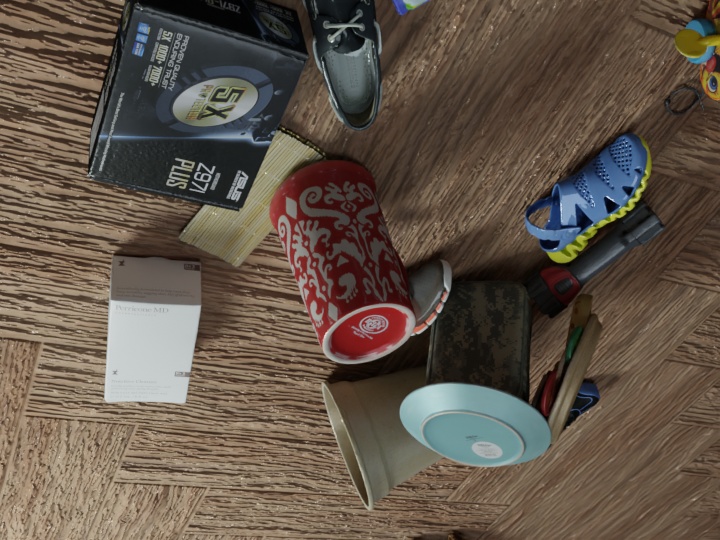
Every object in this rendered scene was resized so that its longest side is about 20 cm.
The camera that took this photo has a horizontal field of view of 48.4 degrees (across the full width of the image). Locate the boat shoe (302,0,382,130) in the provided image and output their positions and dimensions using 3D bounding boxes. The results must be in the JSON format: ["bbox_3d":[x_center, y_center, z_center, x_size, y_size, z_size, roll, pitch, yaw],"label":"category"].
[{"bbox_3d":[-0.012,-0.230,0.787,0.075,0.061,0.201,-16,137,2],"label":"boat shoe"}]

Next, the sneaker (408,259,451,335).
[{"bbox_3d":[0.040,0.050,1.089,0.082,0.077,0.200,29,122,-30],"label":"sneaker"}]

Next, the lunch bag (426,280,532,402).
[{"bbox_3d":[0.172,0.138,1.118,0.138,0.202,0.168,-3,145,17],"label":"lunch bag"}]

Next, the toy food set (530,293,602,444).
[{"bbox_3d":[0.274,0.144,1.079,0.048,0.198,0.201,22,130,18],"label":"toy food set"}]

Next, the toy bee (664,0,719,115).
[{"bbox_3d":[0.408,-0.232,0.867,0.130,0.109,0.201,-23,137,7],"label":"toy bee"}]

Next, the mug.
[{"bbox_3d":[0.002,-0.008,0.914,0.176,0.201,0.134,1,138,-26],"label":"mug"}]

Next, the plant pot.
[{"bbox_3d":[0.059,0.232,1.218,0.182,0.201,0.202,-20,139,-11],"label":"plant pot"}]

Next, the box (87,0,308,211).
[{"bbox_3d":[-0.165,-0.172,0.787,0.162,0.087,0.201,11,132,-26],"label":"box"}]

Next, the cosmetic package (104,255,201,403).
[{"bbox_3d":[-0.268,0.079,1.027,0.112,0.082,0.201,3,136,-15],"label":"cosmetic package"}]

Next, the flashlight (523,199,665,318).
[{"bbox_3d":[0.322,-0.018,1.106,0.200,0.068,0.068,-41,140,18],"label":"flashlight"}]

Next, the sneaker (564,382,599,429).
[{"bbox_3d":[0.329,0.266,1.389,0.199,0.078,0.070,-26,136,13],"label":"sneaker"}]

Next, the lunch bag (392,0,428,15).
[{"bbox_3d":[0.068,-0.324,0.674,0.169,0.128,0.200,-28,150,11],"label":"lunch bag"}]

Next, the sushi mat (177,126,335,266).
[{"bbox_3d":[-0.124,-0.084,0.945,0.095,0.012,0.200,25,124,-34],"label":"sushi mat"}]

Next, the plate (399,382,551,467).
[{"bbox_3d":[0.146,0.211,1.037,0.198,0.026,0.201,11,140,9],"label":"plate"}]

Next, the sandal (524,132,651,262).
[{"bbox_3d":[0.279,-0.091,1.005,0.086,0.080,0.201,18,127,-26],"label":"sandal"}]

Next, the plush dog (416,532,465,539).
[{"bbox_3d":[0.181,0.662,1.734,0.171,0.161,0.201,-29,141,-20],"label":"plush dog"}]
